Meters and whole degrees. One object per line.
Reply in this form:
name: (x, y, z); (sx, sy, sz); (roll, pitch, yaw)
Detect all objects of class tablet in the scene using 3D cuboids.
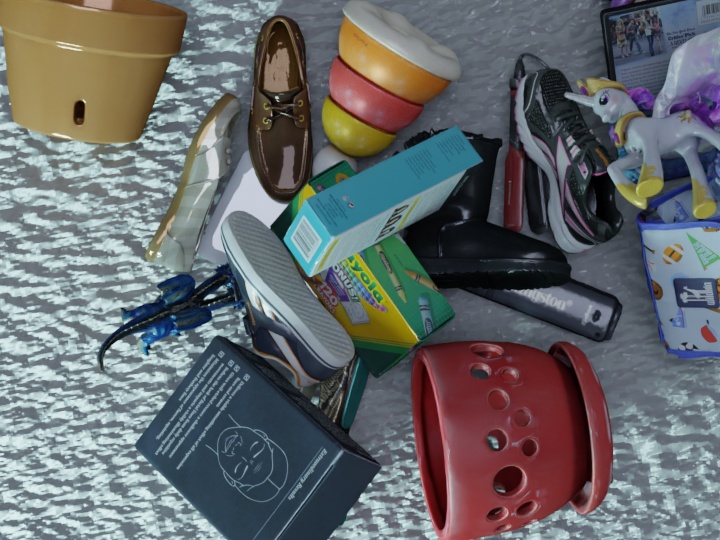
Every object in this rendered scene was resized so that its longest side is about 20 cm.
tablet: (-0.066, -0.032, 1.646); (0.198, 0.014, 0.131); (27, 88, 1)

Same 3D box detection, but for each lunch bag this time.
lunch bag: (0.396, -0.010, 1.570); (0.198, 0.124, 0.172); (-17, 115, 2)

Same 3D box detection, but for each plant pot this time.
plant pot: (0.154, 0.166, 1.549); (0.180, 0.200, 0.203); (-9, 87, -8)
plant pot: (-0.289, -0.217, 1.577); (0.197, 0.200, 0.142); (11, 105, 0)

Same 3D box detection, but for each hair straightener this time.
hair straightener: (0.193, -0.139, 1.648); (0.076, 0.041, 0.203); (2, 81, -26)

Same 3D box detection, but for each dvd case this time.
dvd case: (0.337, -0.195, 1.613); (0.141, 0.018, 0.202); (-12, 113, -1)

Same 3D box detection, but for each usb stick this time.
usb stick: (0.186, 0.021, 1.635); (0.198, 0.033, 0.056); (21, 86, 0)

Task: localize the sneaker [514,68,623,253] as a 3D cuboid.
sneaker: (0.234, -0.121, 1.595); (0.080, 0.086, 0.202); (-25, 98, -28)

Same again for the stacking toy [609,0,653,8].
stacking toy: (0.256, -0.357, 1.635); (0.085, 0.085, 0.200); (-43, 83, -2)

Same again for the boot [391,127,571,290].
boot: (0.128, -0.065, 1.593); (0.196, 0.073, 0.165); (0, 72, 15)

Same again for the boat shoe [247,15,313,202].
boat shoe: (-0.088, -0.176, 1.621); (0.071, 0.068, 0.203); (-2, 84, -2)

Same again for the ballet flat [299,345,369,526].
ballet flat: (-0.038, 0.174, 1.618); (0.074, 0.068, 0.203); (5, 81, 21)

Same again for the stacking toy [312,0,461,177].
stacking toy: (0.003, -0.175, 1.615); (0.145, 0.146, 0.201); (32, 106, 1)

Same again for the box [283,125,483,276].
box: (0.024, -0.070, 1.489); (0.199, 0.082, 0.049); (-28, 75, -31)

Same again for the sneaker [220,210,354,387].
sneaker: (-0.096, 0.036, 1.584); (0.079, 0.078, 0.201); (-41, 81, 33)

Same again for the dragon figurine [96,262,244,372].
dragon figurine: (-0.196, 0.042, 1.580); (0.099, 0.199, 0.059); (-30, 85, 36)

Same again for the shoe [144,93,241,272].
shoe: (-0.168, -0.093, 1.622); (0.053, 0.070, 0.202); (25, 95, 3)

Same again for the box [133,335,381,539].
box: (-0.106, 0.191, 1.547); (0.200, 0.107, 0.149); (39, 92, 29)

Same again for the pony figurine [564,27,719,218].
pony figurine: (0.323, -0.145, 1.526); (0.191, 0.168, 0.201); (-10, 44, -9)

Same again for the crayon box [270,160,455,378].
crayon box: (0.000, 0.000, 1.569); (0.058, 0.119, 0.201); (-32, 84, -32)
